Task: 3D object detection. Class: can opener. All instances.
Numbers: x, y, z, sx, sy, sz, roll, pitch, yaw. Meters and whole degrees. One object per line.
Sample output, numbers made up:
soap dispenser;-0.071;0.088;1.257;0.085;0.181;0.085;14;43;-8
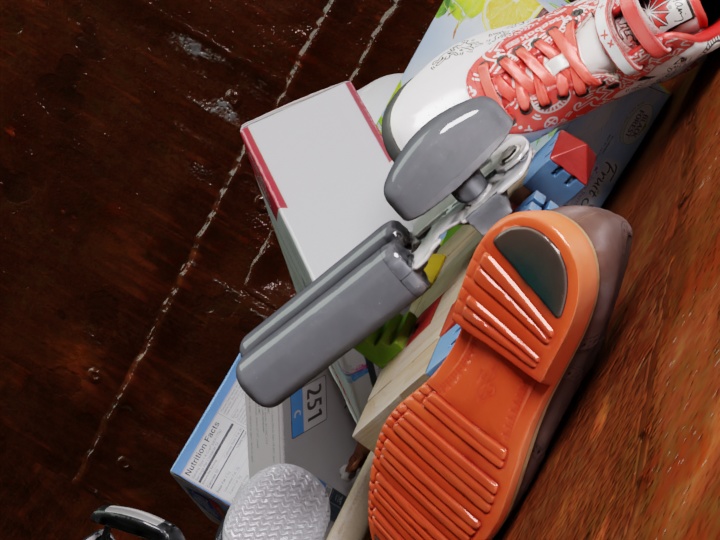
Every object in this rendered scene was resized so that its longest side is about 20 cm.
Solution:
can opener;0.004;-0.013;0.807;0.199;0.067;0.053;-38;18;16

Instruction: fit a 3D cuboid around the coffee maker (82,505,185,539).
coffee maker;-0.148;0.273;1.135;0.198;0.135;0.193;-7;36;32

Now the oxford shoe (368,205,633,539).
oxford shoe;0.065;0.061;0.687;0.072;0.071;0.201;-14;-41;-48

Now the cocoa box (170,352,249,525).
cocoa box;-0.071;0.179;1.418;0.134;0.130;0.200;-60;-14;-16

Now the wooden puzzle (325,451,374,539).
wooden puzzle;-0.024;0.228;1.006;0.186;0.046;0.201;-60;-5;-45

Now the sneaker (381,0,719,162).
sneaker;0.109;-0.114;0.814;0.200;0.068;0.108;-22;-6;-15

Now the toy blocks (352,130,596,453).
toy blocks;0.072;0.018;0.819;0.137;0.100;0.201;-45;13;47

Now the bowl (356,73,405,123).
bowl;-0.002;-0.081;1.236;0.202;0.090;0.201;-57;-3;-5

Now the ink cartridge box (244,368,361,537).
ink cartridge box;-0.018;0.131;1.263;0.176;0.044;0.202;-27;-54;-43

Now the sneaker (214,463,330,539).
sneaker;-0.084;0.219;1.000;0.201;0.075;0.114;-57;-5;-10

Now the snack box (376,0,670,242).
snack box;0.093;-0.095;1.021;0.170;0.067;0.200;-60;30;20

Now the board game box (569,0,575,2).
board game box;0.171;-0.231;1.173;0.199;0.026;0.200;-33;-3;31

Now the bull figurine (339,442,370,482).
bull figurine;0.047;0.081;1.211;0.201;0.065;0.122;-57;-6;-38

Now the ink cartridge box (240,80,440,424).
ink cartridge box;0.000;0.000;1.038;0.082;0.146;0.201;-24;-36;-6
